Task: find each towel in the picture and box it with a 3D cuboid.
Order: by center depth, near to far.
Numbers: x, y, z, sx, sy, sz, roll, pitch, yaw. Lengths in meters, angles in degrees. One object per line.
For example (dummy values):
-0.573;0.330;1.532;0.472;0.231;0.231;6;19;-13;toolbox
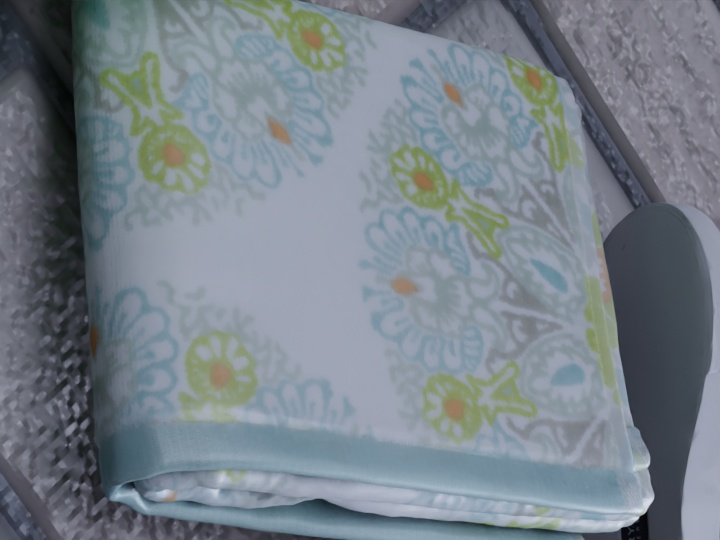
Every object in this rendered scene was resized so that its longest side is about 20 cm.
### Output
0.000;0.000;0.761;0.199;0.048;0.172;11;58;-35;towel

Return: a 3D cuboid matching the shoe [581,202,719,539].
0.128;0.080;0.853;0.091;0.071;0.202;10;76;-40;shoe
